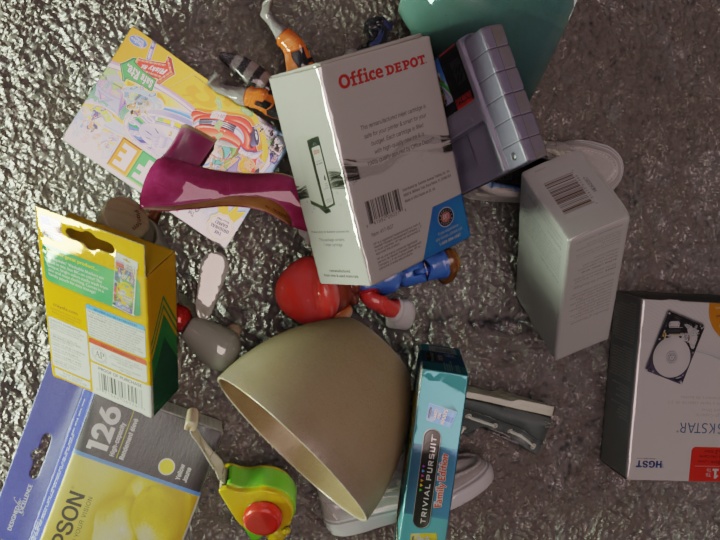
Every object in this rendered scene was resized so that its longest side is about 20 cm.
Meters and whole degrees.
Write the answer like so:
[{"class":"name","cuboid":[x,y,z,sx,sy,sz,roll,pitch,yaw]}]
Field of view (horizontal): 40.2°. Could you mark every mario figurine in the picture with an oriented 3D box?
[{"class":"mario figurine","cuboid":[0.000,0.000,1.056,0.196,0.124,0.107,-18,142,-16]}]

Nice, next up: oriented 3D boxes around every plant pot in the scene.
[{"class":"plant pot","cuboid":[-0.026,0.127,0.974,0.201,0.200,0.135,47,72,-11]},{"class":"plant pot","cuboid":[0.132,-0.287,0.984,0.158,0.201,0.204,24,91,1]}]

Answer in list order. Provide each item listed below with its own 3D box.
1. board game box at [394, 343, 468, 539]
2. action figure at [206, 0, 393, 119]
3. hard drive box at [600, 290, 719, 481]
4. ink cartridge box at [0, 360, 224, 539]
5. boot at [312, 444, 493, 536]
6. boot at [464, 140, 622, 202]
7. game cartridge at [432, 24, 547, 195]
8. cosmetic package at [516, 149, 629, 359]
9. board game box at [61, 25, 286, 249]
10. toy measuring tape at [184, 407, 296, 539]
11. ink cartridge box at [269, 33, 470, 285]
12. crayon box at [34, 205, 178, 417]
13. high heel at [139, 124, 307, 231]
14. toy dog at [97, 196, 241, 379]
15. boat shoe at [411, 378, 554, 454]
[{"class":"board game box","cuboid":[0.066,0.186,0.967,0.046,0.151,0.205,8,94,2]},{"class":"action figure","cuboid":[-0.044,-0.193,1.023,0.193,0.104,0.202,39,57,-21]},{"class":"hard drive box","cuboid":[0.366,0.131,1.123,0.152,0.077,0.205,2,96,-10]},{"class":"ink cartridge box","cuboid":[-0.268,0.224,1.034,0.197,0.047,0.201,21,93,-14]},{"class":"boot","cuboid":[0.045,0.215,1.073,0.196,0.074,0.098,-17,105,-7]},{"class":"boot","cuboid":[0.202,-0.102,1.051,0.195,0.096,0.075,-6,97,-10]},{"class":"game cartridge","cuboid":[0.096,-0.143,0.955,0.038,0.199,0.132,-23,90,-24]},{"class":"cosmetic package","cuboid":[0.214,-0.012,1.016,0.073,0.103,0.202,-20,143,-8]},{"class":"board game box","cuboid":[-0.187,-0.135,1.016,0.198,0.034,0.136,33,90,-12]},{"class":"toy measuring tape","cuboid":[-0.114,0.214,1.029,0.073,0.074,0.202,-27,123,-7]},{"class":"ink cartridge box","cuboid":[0.012,-0.105,0.931,0.144,0.083,0.204,-23,106,-38]},{"class":"crayon box","cuboid":[-0.240,0.031,0.946,0.124,0.052,0.203,19,126,17]},{"class":"high heel","cuboid":[-0.117,-0.060,0.975,0.197,0.067,0.097,30,72,-8]},{"class":"toy dog","cuboid":[-0.191,0.006,1.003,0.096,0.131,0.202,-45,110,-42]},{"class":"boat shoe","cuboid":[0.120,0.160,1.084,0.196,0.073,0.063,12,90,-16]}]
